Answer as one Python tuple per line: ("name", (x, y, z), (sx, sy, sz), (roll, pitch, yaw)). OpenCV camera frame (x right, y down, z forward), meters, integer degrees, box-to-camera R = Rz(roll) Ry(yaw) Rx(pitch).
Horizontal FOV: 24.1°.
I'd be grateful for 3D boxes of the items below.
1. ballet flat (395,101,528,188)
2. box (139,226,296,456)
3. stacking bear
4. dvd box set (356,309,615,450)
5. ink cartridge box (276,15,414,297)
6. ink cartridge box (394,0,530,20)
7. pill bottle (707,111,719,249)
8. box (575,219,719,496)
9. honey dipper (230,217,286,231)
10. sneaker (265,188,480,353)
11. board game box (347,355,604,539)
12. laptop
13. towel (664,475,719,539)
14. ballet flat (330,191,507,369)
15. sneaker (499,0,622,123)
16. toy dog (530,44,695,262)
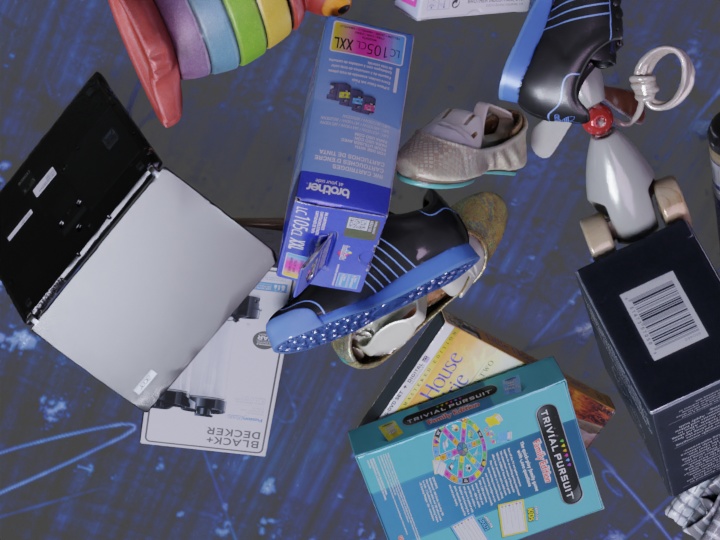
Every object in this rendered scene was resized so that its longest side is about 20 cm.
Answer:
("ballet flat", (0.083, -0.107, 1.370), (0.067, 0.200, 0.063), (18, 104, 22))
("box", (-0.121, 0.060, 1.446), (0.116, 0.060, 0.201), (8, 123, -9))
("stacking bear", (-0.087, -0.215, 1.315), (0.199, 0.114, 0.122), (-24, 159, -10))
("dvd box set", (0.117, 0.138, 1.562), (0.199, 0.029, 0.147), (28, 108, -22))
("ink cartridge box", (-0.015, -0.075, 1.317), (0.076, 0.201, 0.137), (9, 153, -5))
("ink cartridge box", (0.096, -0.300, 1.319), (0.119, 0.042, 0.201), (-10, 123, -36))
("pill bottle", (0.368, -0.043, 1.474), (0.111, 0.112, 0.201), (-14, 117, -3))
("box", (0.274, 0.080, 1.451), (0.107, 0.149, 0.200), (-25, 150, 2))
("honey dipper", (-0.096, -0.041, 1.439), (0.199, 0.038, 0.038), (1, 115, -6))
("sneaker", (0.000, 0.000, 1.399), (0.199, 0.070, 0.078), (-24, 76, -22))
("board game box", (0.106, 0.182, 1.537), (0.199, 0.047, 0.152), (-20, 118, -1))
("laptop", (-0.195, -0.024, 1.370), (0.177, 0.200, 0.103), (-48, 142, 13))
("towel", (0.423, 0.233, 1.632), (0.200, 0.086, 0.166), (32, 105, -22))
("ballet flat", (0.056, 0.015, 1.473), (0.200, 0.071, 0.071), (-41, 115, 10))
("sneaker", (0.181, -0.215, 1.345), (0.078, 0.070, 0.201), (22, 93, 10))
("toy dog", (0.214, -0.103, 1.445), (0.131, 0.096, 0.201), (-3, 103, -1))
